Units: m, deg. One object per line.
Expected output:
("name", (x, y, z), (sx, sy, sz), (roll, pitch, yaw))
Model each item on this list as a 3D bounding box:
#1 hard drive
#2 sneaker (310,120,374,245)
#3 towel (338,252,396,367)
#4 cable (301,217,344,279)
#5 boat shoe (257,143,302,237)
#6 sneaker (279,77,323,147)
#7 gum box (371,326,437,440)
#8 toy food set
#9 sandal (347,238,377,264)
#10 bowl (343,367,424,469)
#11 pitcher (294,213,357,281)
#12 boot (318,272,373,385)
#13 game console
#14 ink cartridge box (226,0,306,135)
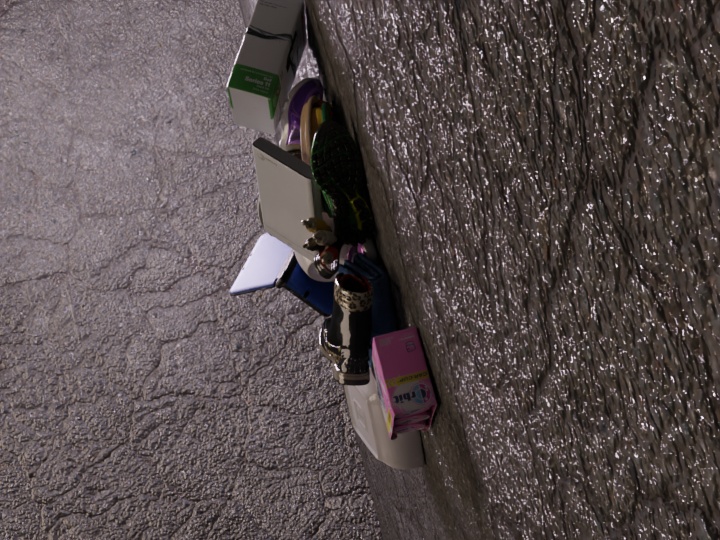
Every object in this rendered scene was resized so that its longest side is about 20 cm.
("hard drive", (-0.116, -0.112, 1.690), (0.131, 0.027, 0.201), (32, 147, 26))
("sneaker", (-0.035, -0.141, 1.597), (0.085, 0.077, 0.202), (-114, 10, -59))
("towel", (0.020, 0.080, 1.662), (0.111, 0.048, 0.202), (36, 143, 52))
("cable", (-0.035, -0.047, 1.644), (0.098, 0.050, 0.200), (65, -153, 1))
("boat shoe", (-0.131, -0.126, 1.781), (0.203, 0.071, 0.061), (112, 145, -43))
("sneaker", (-0.095, -0.240, 1.820), (0.083, 0.080, 0.202), (26, 109, 39))
("gum box", (0.061, 0.170, 1.501), (0.200, 0.065, 0.115), (90, 165, -71))
("toy food set", (-0.061, -0.191, 1.709), (0.198, 0.048, 0.203), (-60, -35, -76))
("sandal", (-0.002, -0.006, 1.742), (0.203, 0.049, 0.083), (89, 165, -61))
("bowl", (0.030, 0.239, 1.791), (0.200, 0.074, 0.202), (-135, 30, -59))
("pitcher", (-0.055, -0.073, 1.874), (0.172, 0.120, 0.202), (49, -152, -52))
("boot", (-0.019, 0.072, 1.596), (0.204, 0.072, 0.156), (-118, 29, -67))
("game console", (-0.122, 0.005, 1.921), (0.118, 0.170, 0.201), (-45, 14, 39))
("ink cartridge box", (-0.160, -0.364, 1.792), (0.147, 0.082, 0.202), (92, -167, -73))
